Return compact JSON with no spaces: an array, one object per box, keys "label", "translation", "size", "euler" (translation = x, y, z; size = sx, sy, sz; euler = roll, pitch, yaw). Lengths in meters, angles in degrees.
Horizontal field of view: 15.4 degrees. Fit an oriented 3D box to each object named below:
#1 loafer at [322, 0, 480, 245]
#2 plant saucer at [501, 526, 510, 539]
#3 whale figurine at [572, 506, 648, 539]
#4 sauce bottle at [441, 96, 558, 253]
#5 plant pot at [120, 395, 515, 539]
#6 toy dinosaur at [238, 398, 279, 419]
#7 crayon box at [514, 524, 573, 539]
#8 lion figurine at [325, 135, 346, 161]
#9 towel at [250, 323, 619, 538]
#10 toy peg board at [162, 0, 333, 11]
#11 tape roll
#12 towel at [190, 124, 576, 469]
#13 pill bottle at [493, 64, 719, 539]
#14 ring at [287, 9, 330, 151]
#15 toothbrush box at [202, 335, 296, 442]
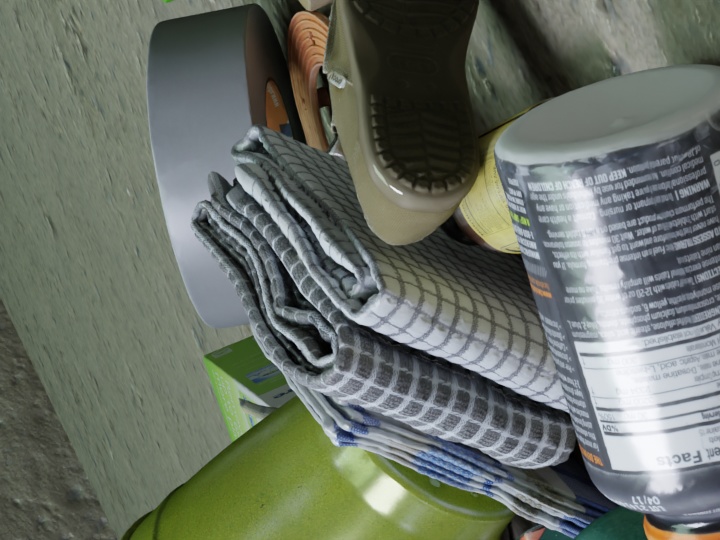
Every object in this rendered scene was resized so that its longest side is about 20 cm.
[{"label":"loafer","translation":[0.015,-0.094,1.288],"size":[0.067,0.076,0.200],"euler":[117,162,-46]},{"label":"plant saucer","translation":[0.050,0.128,1.723],"size":[0.200,0.032,0.200],"euler":[159,90,-76]},{"label":"whale figurine","translation":[0.140,0.198,1.314],"size":[0.200,0.104,0.159],"euler":[90,154,-58]},{"label":"sauce bottle","translation":[0.078,-0.042,1.277],"size":[0.200,0.065,0.065],"euler":[162,86,-79]},{"label":"plant pot","translation":[-0.008,0.151,1.526],"size":[0.193,0.200,0.200],"euler":[-52,51,29]},{"label":"toy dinosaur","translation":[0.002,0.109,1.644],"size":[0.200,0.047,0.088],"euler":[-13,89,48]},{"label":"crayon box","translation":[0.140,0.237,1.495],"size":[0.127,0.051,0.200],"euler":[121,126,-73]},{"label":"lion figurine","translation":[0.000,0.000,1.547],"size":[0.122,0.073,0.200],"euler":[35,160,-7]},{"label":"towel","translation":[0.041,0.083,1.421],"size":[0.024,0.200,0.147],"euler":[-60,31,12]},{"label":"toy peg board","translation":[-0.111,-0.269,1.593],"size":[0.200,0.098,0.199],"euler":[-128,21,-49]},{"label":"tape roll","translation":[-0.078,-0.065,1.690],"size":[0.200,0.066,0.201],"euler":[-10,-90,-83]},{"label":"towel","translation":[0.014,0.016,1.376],"size":[0.086,0.165,0.200],"euler":[-60,35,13]},{"label":"pill bottle","translation":[0.129,0.026,1.083],"size":[0.106,0.106,0.200],"euler":[-148,38,-68]},{"label":"ring","translation":[0.004,-0.066,1.626],"size":[0.200,0.019,0.201],"euler":[159,90,-77]},{"label":"toothbrush box","translation":[-0.032,0.130,1.931],"size":[0.200,0.086,0.146],"euler":[26,136,69]}]
